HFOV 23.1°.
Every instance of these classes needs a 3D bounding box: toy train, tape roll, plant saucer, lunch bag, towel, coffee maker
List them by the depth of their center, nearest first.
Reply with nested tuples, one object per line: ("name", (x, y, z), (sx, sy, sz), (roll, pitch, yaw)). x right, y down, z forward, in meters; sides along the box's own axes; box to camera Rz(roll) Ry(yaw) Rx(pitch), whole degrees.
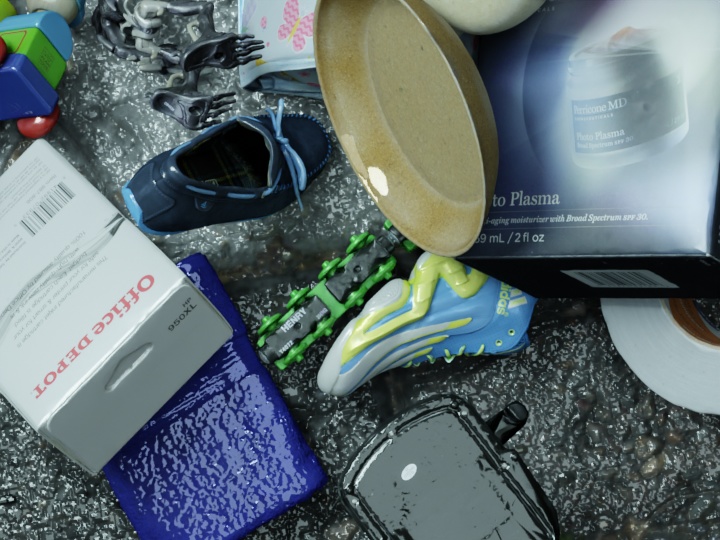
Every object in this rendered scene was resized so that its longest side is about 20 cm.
("plant saucer", (0.036, -0.108, 1.166), (0.035, 0.200, 0.202), (-26, 83, -23))
("coffee maker", (0.068, 0.190, 1.209), (0.133, 0.200, 0.194), (-15, 80, 1))
("tape roll", (0.271, 0.002, 1.253), (0.198, 0.066, 0.203), (1, 92, 31))
("lunch bag", (0.002, -0.220, 1.300), (0.198, 0.127, 0.172), (-3, 81, 26))
("toy train", (0.000, 0.000, 1.302), (0.200, 0.056, 0.042), (-43, 84, -9))
("towel", (-0.129, 0.107, 1.302), (0.147, 0.050, 0.201), (-30, 84, 4))
("toy train", (-0.299, -0.162, 1.322), (0.198, 0.085, 0.117), (-3, 51, 33))

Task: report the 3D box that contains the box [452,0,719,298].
("box", (0.182, -0.091, 1.197), (0.198, 0.123, 0.201), (-1, 75, 37))

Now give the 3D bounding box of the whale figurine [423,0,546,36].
("whale figurine", (0.052, -0.232, 1.166), (0.198, 0.161, 0.104), (10, 36, 36))

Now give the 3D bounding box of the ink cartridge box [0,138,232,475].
("ink cartridge box", (-0.208, 0.024, 1.247), (0.145, 0.084, 0.200), (-45, 53, -5))

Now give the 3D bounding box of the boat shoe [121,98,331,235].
("boat shoe", (-0.079, -0.072, 1.257), (0.068, 0.200, 0.085), (-36, 88, 41))

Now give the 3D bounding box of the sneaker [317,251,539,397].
("sneaker", (0.064, 0.041, 1.292), (0.200, 0.076, 0.105), (-44, 85, -6))

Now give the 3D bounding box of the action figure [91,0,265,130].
("action figure", (-0.139, -0.190, 1.303), (0.101, 0.120, 0.201), (-1, 40, -33))
